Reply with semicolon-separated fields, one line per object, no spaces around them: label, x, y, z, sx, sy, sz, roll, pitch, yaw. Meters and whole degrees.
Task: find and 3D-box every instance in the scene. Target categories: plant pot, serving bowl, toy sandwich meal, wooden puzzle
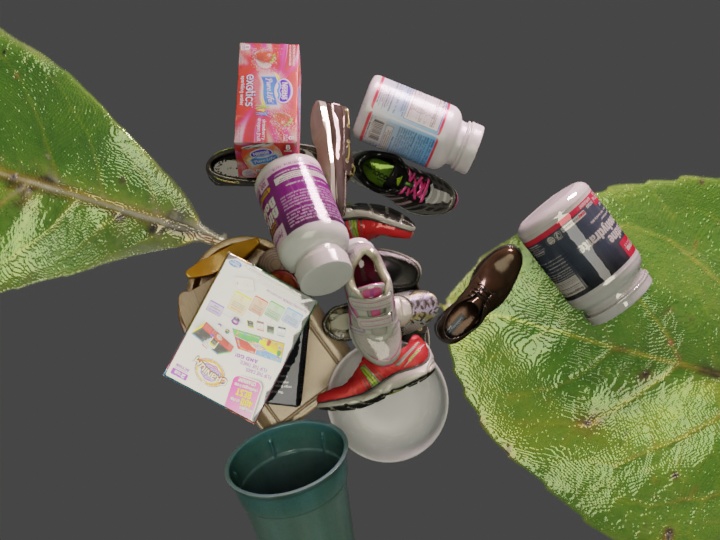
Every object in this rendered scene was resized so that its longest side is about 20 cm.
plant pot;-0.097;0.376;1.561;0.198;0.201;0.198;-12;112;-1
serving bowl;0.045;0.206;1.605;0.197;0.066;0.203;0;98;3
toy sandwich meal;-0.182;0.041;1.481;0.202;0.070;0.208;0;84;-1
wooden puzzle;-0.125;0.151;1.639;0.199;0.037;0.186;-37;92;-4

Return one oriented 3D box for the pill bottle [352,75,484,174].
pill bottle;0.094;-0.231;1.590;0.198;0.109;0.110;22;91;-2

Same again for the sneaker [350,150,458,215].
sneaker;0.067;-0.143;1.603;0.198;0.087;0.075;23;91;-2

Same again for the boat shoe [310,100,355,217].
boat shoe;-0.038;-0.175;1.565;0.059;0.072;0.203;2;68;-23

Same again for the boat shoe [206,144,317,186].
boat shoe;-0.152;-0.170;1.603;0.198;0.061;0.073;-6;89;-1

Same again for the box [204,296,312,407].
box;-0.159;0.109;1.563;0.146;0.107;0.203;6;85;1

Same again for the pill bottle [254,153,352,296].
pill bottle;-0.081;-0.066;1.466;0.111;0.113;0.201;-23;58;0

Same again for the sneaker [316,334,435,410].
sneaker;0.019;0.161;1.544;0.198;0.077;0.086;-23;76;1

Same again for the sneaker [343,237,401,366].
sneaker;0.013;0.049;1.481;0.080;0.088;0.202;-18;91;-6

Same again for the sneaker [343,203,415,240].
sneaker;-0.009;-0.065;1.613;0.197;0.077;0.086;7;104;8

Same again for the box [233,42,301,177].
box;-0.144;-0.253;1.549;0.098;0.096;0.202;1;60;-2

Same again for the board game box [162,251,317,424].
board game box;-0.174;0.097;1.426;0.152;0.040;0.202;29;80;-8

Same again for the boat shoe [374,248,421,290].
boat shoe;0.000;0.000;1.560;0.197;0.068;0.073;9;104;-4

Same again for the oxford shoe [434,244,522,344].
oxford shoe;0.203;0.043;1.616;0.072;0.084;0.201;37;89;-1

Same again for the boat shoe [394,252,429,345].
boat shoe;0.073;0.073;1.625;0.071;0.061;0.204;-12;92;-1

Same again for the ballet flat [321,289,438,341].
ballet flat;0.026;0.076;1.573;0.198;0.072;0.073;-12;92;20

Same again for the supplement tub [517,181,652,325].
supplement tub;0.362;-0.028;1.588;0.140;0.140;0.201;-39;92;0
